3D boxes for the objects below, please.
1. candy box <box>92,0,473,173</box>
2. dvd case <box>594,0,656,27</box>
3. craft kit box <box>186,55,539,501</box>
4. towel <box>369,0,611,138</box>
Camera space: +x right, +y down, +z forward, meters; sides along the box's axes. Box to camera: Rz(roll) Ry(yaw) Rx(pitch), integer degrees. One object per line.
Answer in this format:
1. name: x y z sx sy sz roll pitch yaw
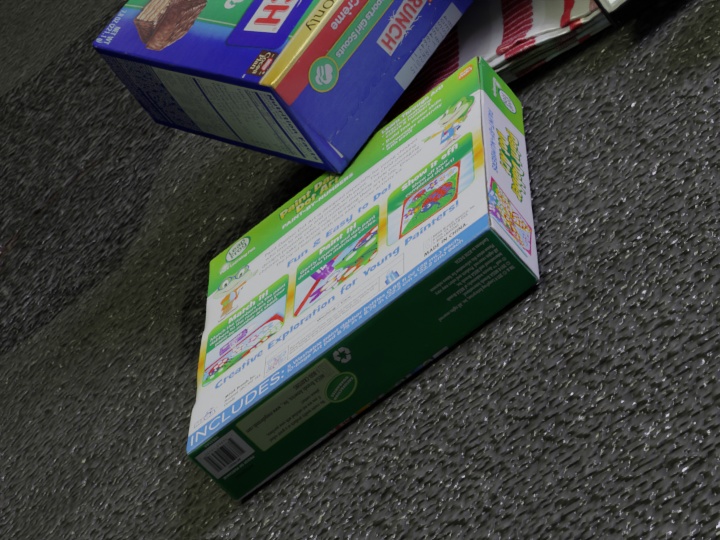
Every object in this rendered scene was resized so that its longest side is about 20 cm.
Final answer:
1. candy box: -0.036 -0.155 1.399 0.169 0.077 0.200 -52 36 -15
2. dvd case: 0.148 -0.238 1.313 0.142 0.018 0.200 -36 54 8
3. craft kit box: 0.000 0.000 1.262 0.200 0.049 0.198 -37 26 20
4. towel: 0.077 -0.164 1.376 0.199 0.023 0.145 -29 44 28
